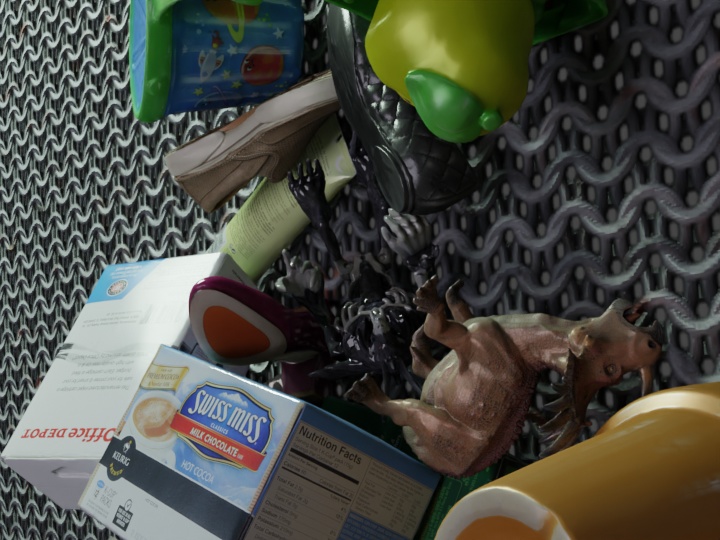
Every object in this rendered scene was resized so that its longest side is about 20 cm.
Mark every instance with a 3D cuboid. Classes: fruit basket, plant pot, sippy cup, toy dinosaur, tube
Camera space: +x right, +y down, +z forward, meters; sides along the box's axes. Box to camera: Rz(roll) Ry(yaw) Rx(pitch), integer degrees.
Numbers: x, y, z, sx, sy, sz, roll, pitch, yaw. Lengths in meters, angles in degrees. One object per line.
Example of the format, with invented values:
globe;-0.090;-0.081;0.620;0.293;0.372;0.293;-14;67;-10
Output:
fruit basket;0.042;-0.161;0.736;0.155;0.214;0.218;-11;82;54
plant pot;0.139;0.160;0.616;0.200;0.182;0.202;2;92;55
sippy cup;-0.116;-0.187;1.009;0.178;0.129;0.141;-127;41;-64
toy dinosaur;0.077;0.080;0.762;0.136;0.086;0.200;45;130;13
tube;-0.066;-0.049;1.033;0.058;0.052;0.200;41;129;-2

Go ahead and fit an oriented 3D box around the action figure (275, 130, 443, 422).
action figure;0.000;0.000;0.876;0.118;0.102;0.201;-21;58;6

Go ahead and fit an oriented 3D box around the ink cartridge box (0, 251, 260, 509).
ink cartridge box;-0.179;0.090;1.021;0.146;0.086;0.201;-6;49;36

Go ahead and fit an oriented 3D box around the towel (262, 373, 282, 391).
towel;-0.085;0.193;0.985;0.192;0.035;0.201;-30;64;15

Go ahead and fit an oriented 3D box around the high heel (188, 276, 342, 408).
high heel;-0.070;0.028;0.919;0.067;0.200;0.097;-9;60;16

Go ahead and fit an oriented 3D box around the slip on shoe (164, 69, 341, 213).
slip on shoe;-0.068;-0.101;0.976;0.199;0.076;0.061;-22;101;32

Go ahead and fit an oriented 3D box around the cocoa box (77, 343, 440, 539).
cocoa box;-0.071;0.148;0.842;0.199;0.133;0.132;13;75;54

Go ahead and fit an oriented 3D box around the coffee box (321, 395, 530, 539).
coffee box;0.024;0.165;0.867;0.199;0.044;0.124;7;74;52

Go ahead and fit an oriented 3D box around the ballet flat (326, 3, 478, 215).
ballet flat;0.020;-0.120;0.858;0.067;0.056;0.201;108;146;-56
